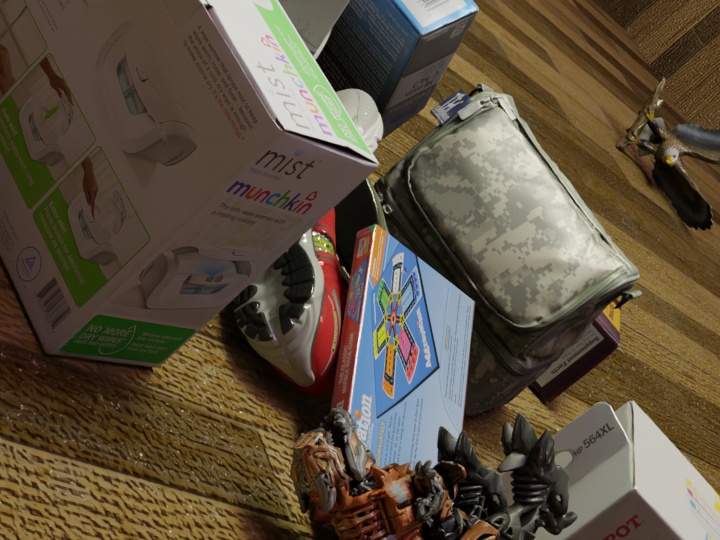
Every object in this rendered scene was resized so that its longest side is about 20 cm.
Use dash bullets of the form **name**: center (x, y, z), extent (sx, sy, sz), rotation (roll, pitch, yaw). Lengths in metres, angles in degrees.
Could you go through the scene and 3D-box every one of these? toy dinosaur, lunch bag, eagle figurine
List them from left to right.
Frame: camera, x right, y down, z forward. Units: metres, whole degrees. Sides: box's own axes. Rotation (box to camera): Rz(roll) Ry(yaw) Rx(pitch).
- **toy dinosaur**: center (0.043, 0.154, 0.819), extent (0.136, 0.102, 0.201), rotation (-45, 125, -30)
- **lunch bag**: center (0.097, -0.017, 1.132), extent (0.201, 0.167, 0.139), rotation (54, 20, 14)
- **eagle figurine**: center (0.509, -0.177, 2.351), extent (0.199, 0.152, 0.151), rotation (34, 56, 4)

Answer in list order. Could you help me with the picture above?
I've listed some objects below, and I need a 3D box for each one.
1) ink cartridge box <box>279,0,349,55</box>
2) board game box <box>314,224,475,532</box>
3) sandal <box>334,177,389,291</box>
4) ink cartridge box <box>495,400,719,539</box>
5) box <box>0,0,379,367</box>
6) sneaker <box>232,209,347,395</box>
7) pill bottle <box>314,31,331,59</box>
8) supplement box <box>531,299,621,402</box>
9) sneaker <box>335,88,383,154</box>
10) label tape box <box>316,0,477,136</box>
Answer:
- **ink cartridge box**: center (-0.080, -0.177, 0.970), extent (0.115, 0.201, 0.067), rotation (23, 33, -21)
- **board game box**: center (0.025, 0.080, 0.912), extent (0.103, 0.019, 0.202), rotation (38, 46, -35)
- **sandal**: center (0.000, 0.001, 1.051), extent (0.202, 0.079, 0.057), rotation (60, 3, 9)
- **ink cartridge box**: center (0.180, 0.199, 0.984), extent (0.200, 0.128, 0.125), rotation (46, 20, -9)
- **box**: center (-0.118, -0.084, 0.778), extent (0.096, 0.176, 0.201), rotation (14, 39, -57)
- **sneaker**: center (-0.042, 0.005, 0.966), extent (0.085, 0.076, 0.201), rotation (57, 19, -33)
- **pill bottle**: center (-0.126, -0.209, 1.076), extent (0.200, 0.114, 0.114), rotation (44, 21, -19)
- **supplement box**: center (0.133, 0.000, 1.301), extent (0.200, 0.085, 0.110), rotation (48, 19, -7)
- **sneaker**: center (-0.061, -0.091, 0.931), extent (0.199, 0.075, 0.093), rotation (-32, 111, -44)
- **label tape box**: center (-0.004, -0.188, 1.166), extent (0.063, 0.200, 0.145), rotation (-30, 76, -28)
